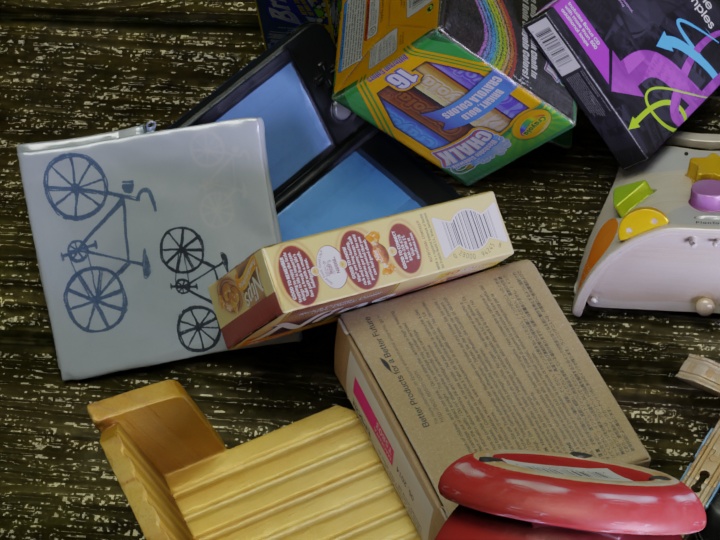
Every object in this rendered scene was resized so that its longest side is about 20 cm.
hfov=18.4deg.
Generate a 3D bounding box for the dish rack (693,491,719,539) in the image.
[{"bbox_3d":[0.337,0.125,1.626,0.153,0.055,0.200,11,56,12],"label":"dish rack"}]

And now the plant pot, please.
[{"bbox_3d":[0.131,0.217,1.456,0.200,0.200,0.183,8,94,10],"label":"plant pot"}]

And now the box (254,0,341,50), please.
[{"bbox_3d":[-0.056,-0.260,1.832,0.064,0.200,0.070,3,57,8],"label":"box"}]

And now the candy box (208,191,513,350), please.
[{"bbox_3d":[0.000,0.000,1.661,0.200,0.115,0.055,-14,80,-27],"label":"candy box"}]

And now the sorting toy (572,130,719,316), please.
[{"bbox_3d":[0.271,-0.050,1.740,0.200,0.107,0.180,3,37,7],"label":"sorting toy"}]

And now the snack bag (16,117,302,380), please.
[{"bbox_3d":[-0.154,-0.022,1.714,0.200,0.021,0.189,-10,99,5],"label":"snack bag"}]

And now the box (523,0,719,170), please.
[{"bbox_3d":[0.233,-0.193,1.788,0.143,0.036,0.200,53,52,-10],"label":"box"}]

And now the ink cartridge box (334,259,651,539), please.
[{"bbox_3d":[0.093,0.104,1.635,0.165,0.075,0.200,-16,55,-17],"label":"ink cartridge box"}]

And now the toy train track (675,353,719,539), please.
[{"bbox_3d":[0.262,0.114,1.587,0.115,0.033,0.200,24,60,21],"label":"toy train track"}]

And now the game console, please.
[{"bbox_3d":[-0.045,-0.070,1.759,0.200,0.171,0.118,-41,35,-21],"label":"game console"}]

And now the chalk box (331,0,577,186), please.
[{"bbox_3d":[0.092,-0.162,1.777,0.124,0.200,0.125,-28,43,38],"label":"chalk box"}]

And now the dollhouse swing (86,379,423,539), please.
[{"bbox_3d":[-0.057,0.163,1.579,0.176,0.182,0.200,-29,57,-1],"label":"dollhouse swing"}]
